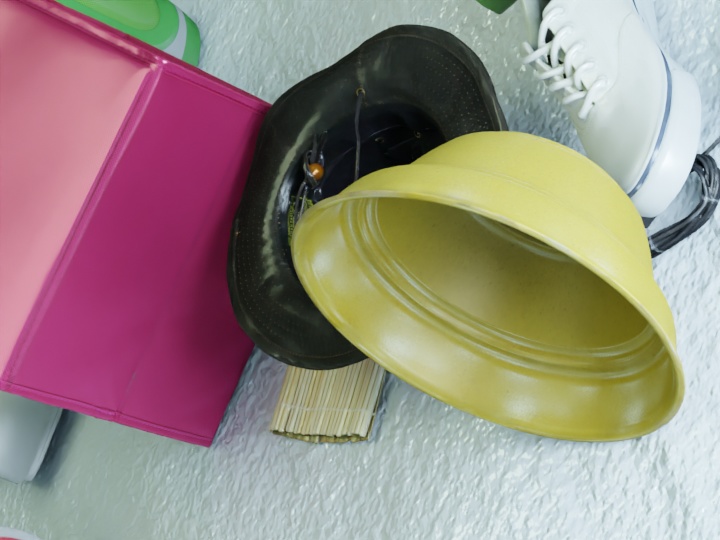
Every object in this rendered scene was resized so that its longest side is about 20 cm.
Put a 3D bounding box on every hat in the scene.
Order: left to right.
[{"bbox_3d":[0.022,-0.029,1.551,0.200,0.081,0.201,-22,58,40],"label":"hat"}]

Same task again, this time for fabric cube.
[{"bbox_3d":[-0.165,-0.040,1.671,0.196,0.200,0.200,29,94,35],"label":"fabric cube"}]

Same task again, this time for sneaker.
[{"bbox_3d":[0.114,-0.098,1.457,0.073,0.071,0.200,-58,25,27],"label":"sneaker"}]

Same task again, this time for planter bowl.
[{"bbox_3d":[0.074,-0.007,1.390,0.200,0.200,0.084,-12,44,51],"label":"planter bowl"}]

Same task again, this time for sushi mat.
[{"bbox_3d":[0.000,0.000,1.631,0.096,0.012,0.200,-3,68,53],"label":"sushi mat"}]

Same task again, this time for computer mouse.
[{"bbox_3d":[0.180,-0.086,1.415,0.200,0.034,0.059,-56,36,17],"label":"computer mouse"}]

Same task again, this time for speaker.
[{"bbox_3d":[-0.201,-0.163,1.839,0.088,0.200,0.089,-32,47,41],"label":"speaker"}]

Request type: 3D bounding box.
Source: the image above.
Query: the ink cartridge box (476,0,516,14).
[{"bbox_3d":[0.095,-0.245,1.591,0.104,0.059,0.200,-38,30,36],"label":"ink cartridge box"}]

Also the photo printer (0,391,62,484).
[{"bbox_3d":[-0.231,0.026,1.884,0.166,0.069,0.200,11,79,58],"label":"photo printer"}]

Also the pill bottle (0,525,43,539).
[{"bbox_3d":[-0.204,0.253,1.666,0.120,0.119,0.200,-51,37,21],"label":"pill bottle"}]
